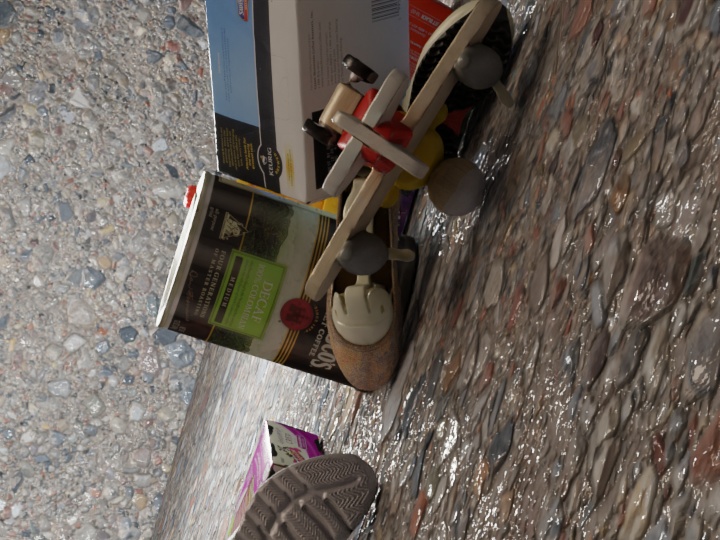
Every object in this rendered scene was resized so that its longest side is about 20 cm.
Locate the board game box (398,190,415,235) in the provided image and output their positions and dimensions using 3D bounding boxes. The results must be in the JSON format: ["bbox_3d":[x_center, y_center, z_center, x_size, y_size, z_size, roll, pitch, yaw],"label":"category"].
[{"bbox_3d":[0.020,-0.063,1.630,0.200,0.032,0.121,147,137,-76],"label":"board game box"}]

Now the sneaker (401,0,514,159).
[{"bbox_3d":[0.073,-0.166,1.363,0.200,0.070,0.094,112,166,-48],"label":"sneaker"}]

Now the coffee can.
[{"bbox_3d":[-0.067,0.011,1.464,0.146,0.198,0.148,-163,90,-82],"label":"coffee can"}]

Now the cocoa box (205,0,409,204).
[{"bbox_3d":[-0.046,-0.181,1.435,0.131,0.133,0.202,20,121,44],"label":"cocoa box"}]

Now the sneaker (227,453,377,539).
[{"bbox_3d":[-0.063,0.227,1.332,0.200,0.078,0.112,-39,-20,0],"label":"sneaker"}]

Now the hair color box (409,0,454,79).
[{"bbox_3d":[0.022,-0.185,1.642,0.201,0.064,0.111,-63,8,10],"label":"hair color box"}]

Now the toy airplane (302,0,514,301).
[{"bbox_3d":[0.035,-0.088,1.226,0.200,0.140,0.200,-46,16,51],"label":"toy airplane"}]

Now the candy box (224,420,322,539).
[{"bbox_3d":[-0.095,0.264,1.596,0.136,0.060,0.202,-117,44,-77],"label":"candy box"}]

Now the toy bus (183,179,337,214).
[{"bbox_3d":[-0.118,-0.054,1.943,0.200,0.190,0.137,156,133,-76],"label":"toy bus"}]

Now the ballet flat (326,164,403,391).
[{"bbox_3d":[0.000,0.000,1.358,0.067,0.067,0.202,9,-101,-80],"label":"ballet flat"}]
